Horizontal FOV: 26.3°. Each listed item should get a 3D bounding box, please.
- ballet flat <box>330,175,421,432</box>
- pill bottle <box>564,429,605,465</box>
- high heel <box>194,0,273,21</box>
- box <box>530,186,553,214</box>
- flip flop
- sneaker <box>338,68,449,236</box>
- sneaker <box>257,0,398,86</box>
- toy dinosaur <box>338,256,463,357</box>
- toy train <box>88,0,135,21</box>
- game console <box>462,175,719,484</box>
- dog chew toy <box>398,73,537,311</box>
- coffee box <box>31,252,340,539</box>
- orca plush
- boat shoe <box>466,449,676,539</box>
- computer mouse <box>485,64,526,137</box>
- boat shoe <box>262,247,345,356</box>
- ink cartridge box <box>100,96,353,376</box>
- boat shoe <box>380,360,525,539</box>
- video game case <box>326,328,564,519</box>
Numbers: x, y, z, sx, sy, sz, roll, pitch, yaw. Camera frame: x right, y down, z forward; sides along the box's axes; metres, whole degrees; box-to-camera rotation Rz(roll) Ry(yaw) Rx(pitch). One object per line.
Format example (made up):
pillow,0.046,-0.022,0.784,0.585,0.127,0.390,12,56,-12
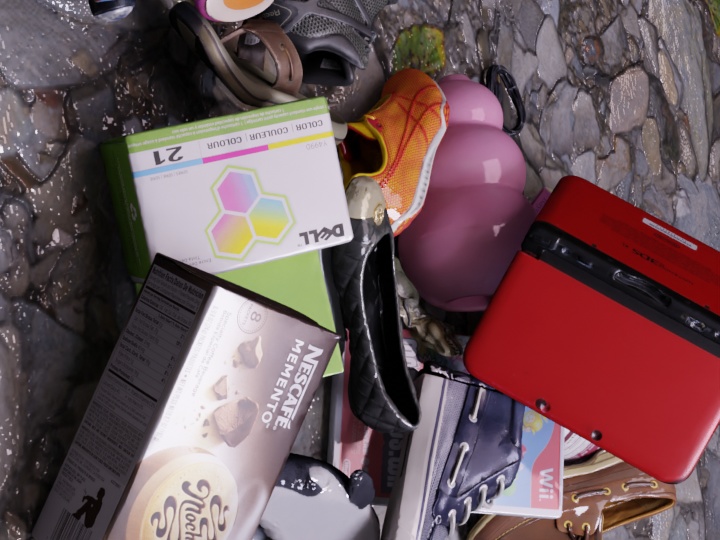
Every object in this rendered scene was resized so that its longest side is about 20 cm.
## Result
ballet flat,0.017,0.026,1.154,0.066,0.057,0.201,-28,118,-50
pill bottle,0.174,0.116,1.393,0.200,0.114,0.115,20,70,-49
high heel,-0.094,-0.243,1.103,0.068,0.096,0.200,90,23,-45
box,0.239,0.035,1.375,0.097,0.200,0.176,-54,150,14
flip flop,-0.067,-0.151,1.132,0.058,0.081,0.200,-50,140,10
sneaker,0.023,-0.111,1.240,0.077,0.073,0.200,39,34,-20
sneaker,-0.008,-0.209,1.234,0.199,0.076,0.115,-22,105,-48
toy dinosaur,0.000,0.000,1.222,0.088,0.047,0.200,-32,89,-42
toy train,-0.166,-0.267,1.002,0.087,0.114,0.201,-23,104,-52
game console,0.209,0.042,1.228,0.119,0.199,0.172,-65,173,33
dog chew toy,0.089,-0.069,1.310,0.124,0.124,0.201,13,67,-51
coffee box,-0.111,0.105,0.990,0.113,0.080,0.201,25,89,-40
orca plush,-0.064,0.164,1.145,0.199,0.071,0.105,13,120,-41
boat shoe,0.191,0.215,1.368,0.199,0.068,0.072,-21,145,-16
computer mouse,0.124,-0.097,1.430,0.058,0.034,0.201,17,66,-31
boat shoe,-0.061,-0.010,1.143,0.062,0.072,0.201,-29,110,-45
ink cartridge box,-0.081,-0.007,1.062,0.147,0.076,0.201,-14,97,-21
boat shoe,0.073,0.174,1.189,0.092,0.075,0.201,14,75,-6
video game case,0.072,0.123,1.250,0.199,0.017,0.144,7,78,-16
